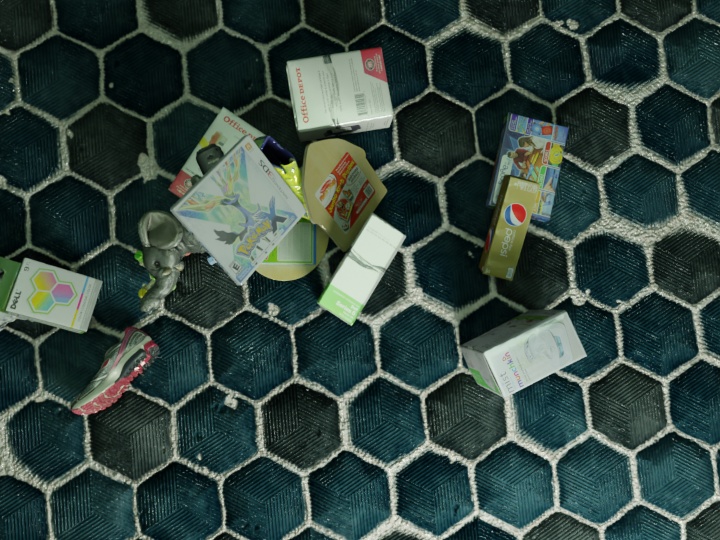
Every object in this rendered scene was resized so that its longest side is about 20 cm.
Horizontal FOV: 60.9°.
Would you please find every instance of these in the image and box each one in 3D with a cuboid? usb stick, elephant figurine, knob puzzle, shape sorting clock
[{"bbox_3d":[-0.253,-0.146,1.169,0.055,0.033,0.202,-27,83,-1],"label":"usb stick"},{"bbox_3d":[-0.344,-0.051,1.118,0.198,0.155,0.143,-27,129,-14],"label":"elephant figurine"},{"bbox_3d":[-0.050,-0.169,1.208,0.218,0.030,0.223,-1,91,-42],"label":"knob puzzle"},{"bbox_3d":[-0.154,-0.081,1.231,0.198,0.039,0.203,0,90,-33],"label":"shape sorting clock"}]

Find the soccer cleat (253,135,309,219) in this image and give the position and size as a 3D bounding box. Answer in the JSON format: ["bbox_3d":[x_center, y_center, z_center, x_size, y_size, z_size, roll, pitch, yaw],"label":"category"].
[{"bbox_3d":[-0.134,-0.174,1.175,0.200,0.083,0.065,46,54,-18],"label":"soccer cleat"}]

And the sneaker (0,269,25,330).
[{"bbox_3d":[-0.703,0.092,1.205,0.114,0.075,0.202,26,83,2],"label":"sneaker"}]

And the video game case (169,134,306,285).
[{"bbox_3d":[-0.211,-0.109,1.099,0.201,0.022,0.183,-51,119,-25],"label":"video game case"}]

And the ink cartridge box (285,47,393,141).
[{"bbox_3d":[-0.044,-0.359,1.256,0.197,0.084,0.147,-10,87,-4],"label":"ink cartridge box"}]

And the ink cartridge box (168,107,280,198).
[{"bbox_3d":[-0.267,-0.201,1.237,0.144,0.083,0.201,33,85,-1],"label":"ink cartridge box"}]

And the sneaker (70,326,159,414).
[{"bbox_3d":[-0.492,0.203,1.213,0.075,0.081,0.200,41,78,15],"label":"sneaker"}]

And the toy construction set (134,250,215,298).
[{"bbox_3d":[-0.358,-0.028,1.220,0.198,0.092,0.132,-22,64,-11],"label":"toy construction set"}]

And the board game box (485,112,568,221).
[{"bbox_3d":[0.350,-0.217,1.290,0.133,0.034,0.203,14,86,-1],"label":"board game box"}]

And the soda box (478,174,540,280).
[{"bbox_3d":[0.299,-0.088,1.240,0.063,0.068,0.203,14,102,-1],"label":"soda box"}]

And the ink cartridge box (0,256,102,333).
[{"bbox_3d":[-0.612,0.043,1.170,0.198,0.059,0.105,21,69,-28],"label":"ink cartridge box"}]

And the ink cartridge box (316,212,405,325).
[{"bbox_3d":[0.000,0.000,1.207,0.083,0.146,0.201,32,86,-1],"label":"ink cartridge box"}]

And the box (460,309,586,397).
[{"bbox_3d":[0.304,0.153,1.186,0.175,0.200,0.098,-27,88,-5],"label":"box"}]
